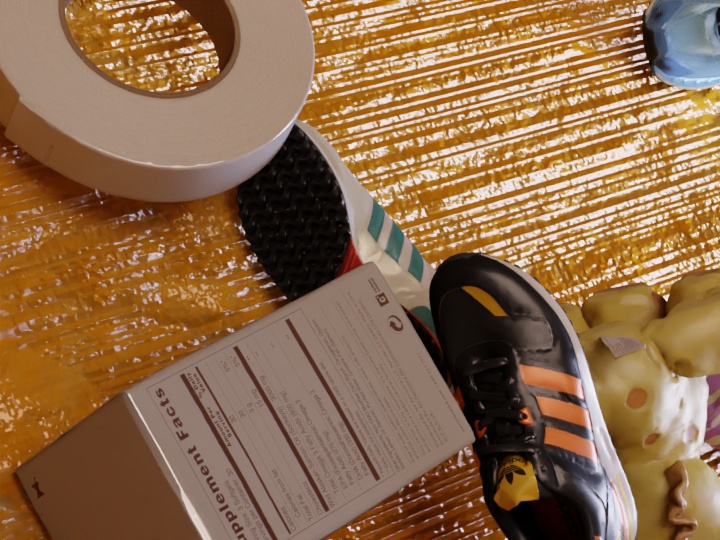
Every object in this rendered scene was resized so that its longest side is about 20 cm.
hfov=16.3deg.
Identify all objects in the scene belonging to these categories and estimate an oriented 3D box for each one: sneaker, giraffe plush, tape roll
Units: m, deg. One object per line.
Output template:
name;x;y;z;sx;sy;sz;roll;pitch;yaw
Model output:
sneaker;0.289;-0.178;1.748;0.199;0.090;0.079;-12;90;-19
sneaker;0.001;0.000;1.478;0.200;0.070;0.093;57;19;15
giraffe plush;0.175;0.103;1.493;0.200;0.171;0.163;-45;122;-72
tape roll;-0.125;-0.131;1.428;0.201;0.037;0.204;11;54;-16
sneaker;0.091;0.088;1.370;0.201;0.070;0.090;65;25;-10

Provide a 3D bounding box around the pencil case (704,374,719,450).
pencil case;0.294;0.098;1.627;0.199;0.085;0.084;22;52;-26

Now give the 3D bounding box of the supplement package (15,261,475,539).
supplement package;-0.059;0.097;1.326;0.199;0.117;0.118;-27;85;-43
